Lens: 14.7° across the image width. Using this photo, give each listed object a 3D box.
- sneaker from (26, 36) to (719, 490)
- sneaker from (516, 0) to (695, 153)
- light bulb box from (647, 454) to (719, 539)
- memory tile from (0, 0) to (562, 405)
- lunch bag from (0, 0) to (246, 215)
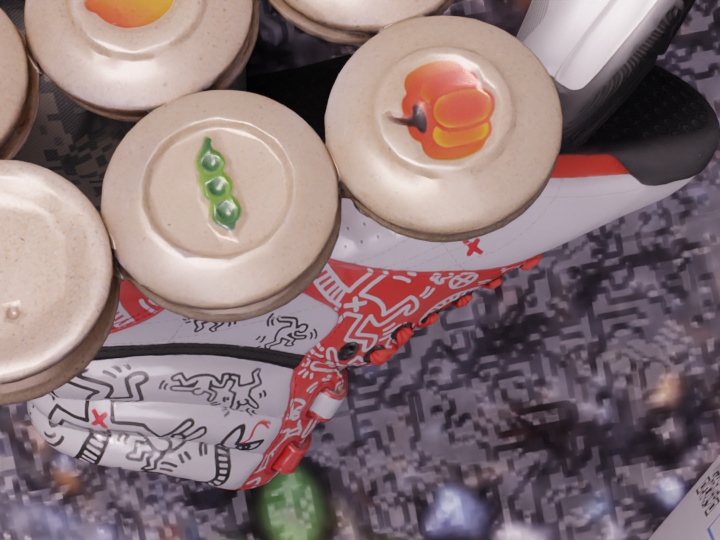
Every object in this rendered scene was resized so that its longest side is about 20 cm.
[{"bbox_3d":[-0.001,0.000,0.787,0.201,0.067,0.108,-8,126,-17],"label":"sneaker"},{"bbox_3d":[0.060,-0.136,0.750,0.115,0.076,0.201,28,79,3],"label":"sneaker"},{"bbox_3d":[0.187,0.064,0.734,0.125,0.198,0.200,37,98,-7],"label":"light bulb box"},{"bbox_3d":[-0.054,-0.078,0.609,0.153,0.017,0.200,-19,68,-6],"label":"memory tile"},{"bbox_3d":[-0.130,-0.083,0.701,0.200,0.164,0.118,-4,137,-1],"label":"lunch bag"}]
